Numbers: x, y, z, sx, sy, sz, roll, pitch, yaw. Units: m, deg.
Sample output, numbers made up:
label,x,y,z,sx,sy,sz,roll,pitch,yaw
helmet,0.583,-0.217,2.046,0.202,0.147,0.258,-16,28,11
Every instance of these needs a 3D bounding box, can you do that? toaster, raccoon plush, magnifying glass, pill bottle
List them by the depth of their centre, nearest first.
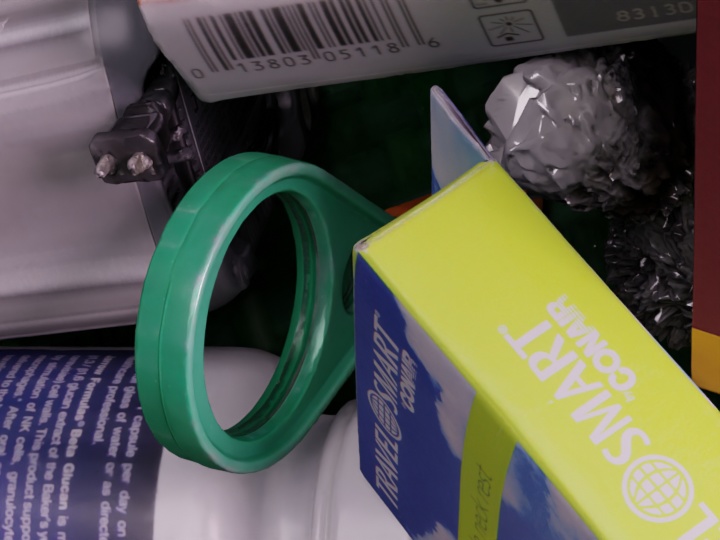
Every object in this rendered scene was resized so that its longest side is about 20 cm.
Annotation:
label,x,y,z,sx,sy,sz,roll,pitch,yaw
raccoon plush,0.122,0.013,0.707,0.134,0.199,0.097,41,120,29
magnifying glass,0.000,0.000,0.743,0.022,0.200,0.080,11,106,25
toaster,-0.094,-0.047,0.775,0.128,0.200,0.114,-10,114,13
pill bottle,-0.071,0.077,0.782,0.198,0.111,0.112,0,76,16

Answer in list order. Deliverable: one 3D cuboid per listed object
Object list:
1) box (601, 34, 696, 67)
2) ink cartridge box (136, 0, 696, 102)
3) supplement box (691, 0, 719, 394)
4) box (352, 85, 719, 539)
label,x,y,z,sx,sy,sz,roll,pitch,yaw
box,0.104,-0.173,0.778,0.199,0.105,0.184,-33,50,5
ink cartridge box,0.034,-0.144,0.689,0.161,0.050,0.201,-7,60,17
supplement box,0.172,-0.088,0.592,0.132,0.198,0.200,17,42,26
box,0.060,0.066,0.647,0.047,0.122,0.200,-32,65,-17
